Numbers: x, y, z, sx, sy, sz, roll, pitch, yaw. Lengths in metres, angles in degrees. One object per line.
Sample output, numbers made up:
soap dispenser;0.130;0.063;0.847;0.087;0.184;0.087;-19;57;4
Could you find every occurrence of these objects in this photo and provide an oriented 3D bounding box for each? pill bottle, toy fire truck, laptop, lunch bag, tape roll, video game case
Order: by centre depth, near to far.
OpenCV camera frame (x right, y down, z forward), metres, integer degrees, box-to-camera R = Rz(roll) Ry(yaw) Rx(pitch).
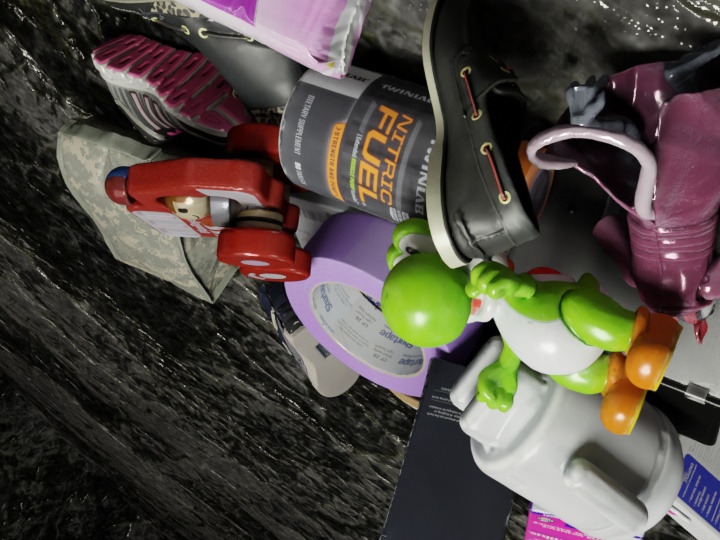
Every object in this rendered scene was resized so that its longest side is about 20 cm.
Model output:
pill bottle;0.044;-0.087;0.664;0.198;0.107;0.107;22;148;25
laptop;0.214;0.030;0.694;0.186;0.117;0.200;22;165;26
toy fire truck;-0.130;-0.057;0.766;0.166;0.114;0.200;2;172;6
tape roll;0.022;0.038;0.875;0.199;0.066;0.201;28;150;18
video game case;0.000;0.000;0.931;0.142;0.018;0.201;17;145;31
lunch bag;-0.226;-0.083;0.961;0.163;0.118;0.201;21;152;27

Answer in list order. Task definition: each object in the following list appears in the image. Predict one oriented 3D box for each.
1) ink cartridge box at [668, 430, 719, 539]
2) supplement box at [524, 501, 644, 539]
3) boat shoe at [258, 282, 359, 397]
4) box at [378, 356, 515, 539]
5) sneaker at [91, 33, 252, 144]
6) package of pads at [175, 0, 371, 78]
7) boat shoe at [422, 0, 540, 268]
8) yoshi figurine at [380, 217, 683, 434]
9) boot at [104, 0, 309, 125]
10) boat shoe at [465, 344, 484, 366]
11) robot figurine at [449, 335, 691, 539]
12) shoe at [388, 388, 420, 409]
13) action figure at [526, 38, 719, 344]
ink cartridge box;0.327;0.200;0.773;0.200;0.095;0.037;42;152;-8
supplement box;0.220;0.218;0.857;0.100;0.104;0.200;10;157;14
boat shoe;-0.061;0.077;1.075;0.093;0.074;0.201;49;169;34
box;0.092;0.214;0.826;0.103;0.184;0.201;14;153;12
sneaker;-0.174;-0.160;0.839;0.199;0.074;0.088;27;150;28
package of pads;-0.076;-0.224;0.580;0.199;0.121;0.076;28;-167;14
boat shoe;0.077;-0.098;0.548;0.063;0.203;0.074;-16;146;25
yoshi figurine;0.094;0.037;0.564;0.199;0.113;0.112;27;-175;16
boot;-0.123;-0.192;0.734;0.202;0.074;0.154;13;146;36
boat shoe;0.155;0.118;0.872;0.200;0.072;0.066;-9;123;47
robot figurine;0.165;0.131;0.669;0.199;0.113;0.170;33;-162;-14
shoe;0.110;0.153;0.975;0.198;0.070;0.054;23;140;21
action figure;0.200;-0.030;0.542;0.133;0.149;0.202;4;124;37
